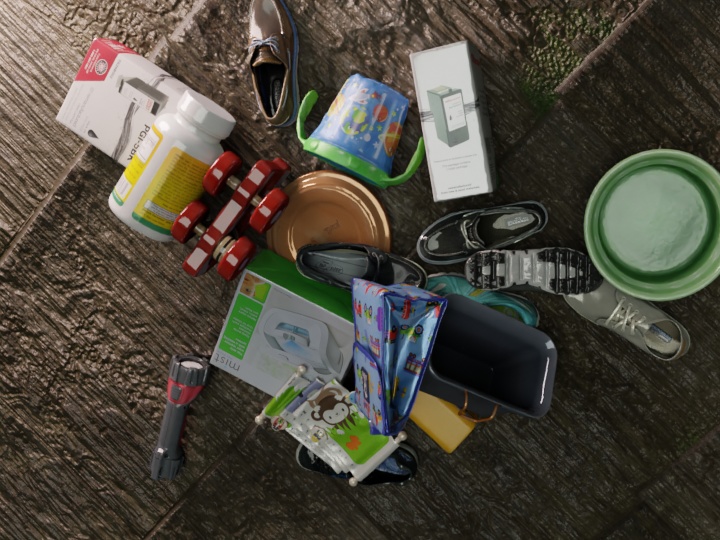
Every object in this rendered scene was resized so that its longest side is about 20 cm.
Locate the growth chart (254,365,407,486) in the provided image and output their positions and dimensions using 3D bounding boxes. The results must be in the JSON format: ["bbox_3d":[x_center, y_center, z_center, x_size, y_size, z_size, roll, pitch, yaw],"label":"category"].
[{"bbox_3d":[-0.042,0.227,1.314,0.199,0.018,0.145,35,113,0],"label":"growth chart"}]

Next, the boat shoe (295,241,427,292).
[{"bbox_3d":[0.000,-0.002,1.291,0.197,0.066,0.075,17,84,4],"label":"boat shoe"}]

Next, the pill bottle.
[{"bbox_3d":[-0.266,-0.152,1.278,0.112,0.113,0.201,36,102,5],"label":"pill bottle"}]

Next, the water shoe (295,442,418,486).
[{"bbox_3d":[-0.011,0.292,1.380,0.197,0.079,0.072,0,98,13],"label":"water shoe"}]

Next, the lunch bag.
[{"bbox_3d":[0.037,0.121,1.196,0.093,0.150,0.203,6,94,-17],"label":"lunch bag"}]

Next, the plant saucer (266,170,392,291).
[{"bbox_3d":[-0.050,-0.050,1.352,0.198,0.032,0.203,3,105,13],"label":"plant saucer"}]

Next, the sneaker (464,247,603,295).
[{"bbox_3d":[0.245,-0.001,1.278,0.197,0.090,0.067,2,92,2],"label":"sneaker"}]

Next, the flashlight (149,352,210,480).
[{"bbox_3d":[-0.295,0.237,1.447,0.067,0.068,0.202,8,107,-23],"label":"flashlight"}]

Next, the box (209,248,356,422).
[{"bbox_3d":[-0.101,0.097,1.346,0.198,0.097,0.178,27,113,4],"label":"box"}]

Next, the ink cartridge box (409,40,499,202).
[{"bbox_3d":[0.135,-0.206,1.240,0.083,0.146,0.203,-9,96,15],"label":"ink cartridge box"}]

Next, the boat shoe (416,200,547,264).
[{"bbox_3d":[0.171,-0.060,1.288,0.198,0.071,0.073,-20,89,16],"label":"boat shoe"}]

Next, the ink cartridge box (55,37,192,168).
[{"bbox_3d":[-0.343,-0.241,1.373,0.199,0.083,0.148,33,104,6],"label":"ink cartridge box"}]

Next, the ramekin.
[{"bbox_3d":[0.407,-0.066,1.223,0.197,0.098,0.203,2,98,12],"label":"ramekin"}]

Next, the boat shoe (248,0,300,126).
[{"bbox_3d":[-0.130,-0.316,1.319,0.071,0.072,0.203,-10,96,13],"label":"boat shoe"}]

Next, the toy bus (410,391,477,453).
[{"bbox_3d":[0.083,0.178,1.342,0.200,0.078,0.065,42,104,4],"label":"toy bus"}]

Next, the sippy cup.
[{"bbox_3d":[0.003,-0.205,1.284,0.176,0.140,0.132,24,92,-17],"label":"sippy cup"}]

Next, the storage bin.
[{"bbox_3d":[0.153,0.143,1.252,0.198,0.134,0.147,23,64,-17],"label":"storage bin"}]

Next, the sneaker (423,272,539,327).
[{"bbox_3d":[0.164,0.051,1.305,0.198,0.080,0.079,10,100,12],"label":"sneaker"}]

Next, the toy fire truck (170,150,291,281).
[{"bbox_3d":[-0.179,-0.078,1.303,0.112,0.168,0.201,37,98,4],"label":"toy fire truck"}]

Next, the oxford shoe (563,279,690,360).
[{"bbox_3d":[0.380,0.064,1.270,0.199,0.058,0.076,32,108,9],"label":"oxford shoe"}]
